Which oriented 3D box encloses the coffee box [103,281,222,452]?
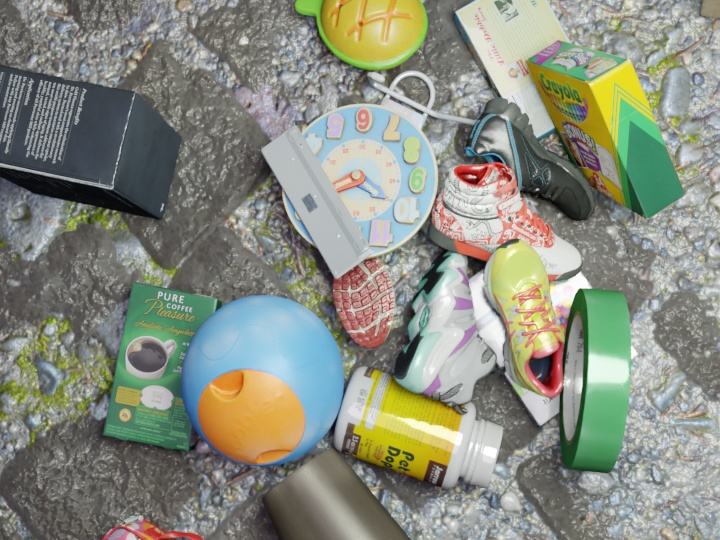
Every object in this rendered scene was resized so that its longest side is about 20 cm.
[{"bbox_3d":[-0.257,0.126,1.211,0.120,0.044,0.205,8,85,6],"label":"coffee box"}]

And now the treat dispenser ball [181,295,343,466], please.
[{"bbox_3d":[-0.117,0.132,1.119,0.196,0.201,0.206,-1,84,5],"label":"treat dispenser ball"}]

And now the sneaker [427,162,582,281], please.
[{"bbox_3d":[0.186,-0.061,1.107,0.197,0.068,0.110,15,126,-1],"label":"sneaker"}]

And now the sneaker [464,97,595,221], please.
[{"bbox_3d":[0.211,-0.121,1.157,0.199,0.073,0.083,40,77,-15],"label":"sneaker"}]

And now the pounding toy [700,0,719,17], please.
[{"bbox_3d":[0.542,-0.382,1.163,0.196,0.142,0.188,12,84,17],"label":"pounding toy"}]

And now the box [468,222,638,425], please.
[{"bbox_3d":[0.230,0.068,1.175,0.154,0.041,0.202,-34,83,2],"label":"box"}]

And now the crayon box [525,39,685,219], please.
[{"bbox_3d":[0.282,-0.171,1.087,0.058,0.200,0.174,-31,112,1],"label":"crayon box"}]

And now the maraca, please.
[{"bbox_3d":[0.000,-0.340,1.210,0.137,0.107,0.200,-41,67,-13],"label":"maraca"}]

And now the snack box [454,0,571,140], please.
[{"bbox_3d":[0.218,-0.277,1.215,0.114,0.037,0.203,-27,82,0],"label":"snack box"}]

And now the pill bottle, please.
[{"bbox_3d":[0.072,0.199,1.140,0.196,0.109,0.112,17,85,7],"label":"pill bottle"}]

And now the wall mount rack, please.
[{"bbox_3d":[0.062,-0.162,1.198,0.171,0.075,0.203,25,87,6],"label":"wall mount rack"}]

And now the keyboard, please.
[{"bbox_3d":[-0.055,-0.086,1.126,0.056,0.011,0.202,-35,69,11],"label":"keyboard"}]

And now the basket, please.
[{"bbox_3d":[-0.024,0.334,1.125,0.180,0.135,0.202,-43,74,27],"label":"basket"}]

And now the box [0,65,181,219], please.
[{"bbox_3d":[-0.355,-0.157,1.172,0.192,0.200,0.127,13,84,6],"label":"box"}]

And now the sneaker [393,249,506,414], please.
[{"bbox_3d":[0.127,0.079,1.132,0.138,0.077,0.203,30,63,-17],"label":"sneaker"}]

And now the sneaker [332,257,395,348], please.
[{"bbox_3d":[0.000,0.000,1.179,0.076,0.082,0.204,-13,74,4],"label":"sneaker"}]

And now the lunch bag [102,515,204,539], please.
[{"bbox_3d":[-0.253,0.410,1.161,0.198,0.082,0.178,31,87,8],"label":"lunch bag"}]

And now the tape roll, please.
[{"bbox_3d":[0.262,0.123,1.045,0.047,0.200,0.206,4,84,6],"label":"tape roll"}]

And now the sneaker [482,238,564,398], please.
[{"bbox_3d":[0.202,0.059,1.074,0.077,0.090,0.204,-22,114,-8],"label":"sneaker"}]

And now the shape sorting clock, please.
[{"bbox_3d":[-0.002,-0.113,1.142,0.195,0.039,0.205,-2,78,8],"label":"shape sorting clock"}]
